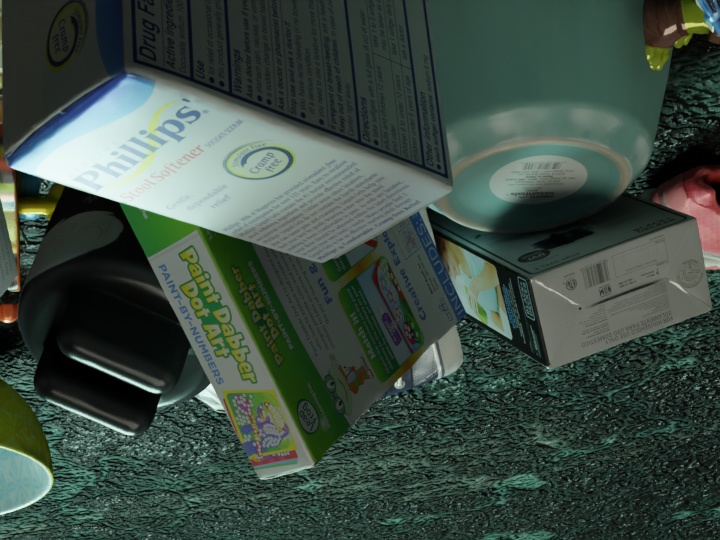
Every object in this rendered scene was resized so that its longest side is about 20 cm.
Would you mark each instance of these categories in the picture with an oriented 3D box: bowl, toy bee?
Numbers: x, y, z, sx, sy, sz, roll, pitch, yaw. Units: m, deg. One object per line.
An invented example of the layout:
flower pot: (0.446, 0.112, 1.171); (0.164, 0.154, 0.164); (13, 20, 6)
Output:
bowl: (-0.342, 0.119, 1.401); (0.200, 0.108, 0.200); (-4, 154, -2)
bowl: (0.096, -0.094, 1.053); (0.200, 0.105, 0.201); (-4, 154, -2)
toy bee: (-0.226, -0.028, 1.124); (0.131, 0.109, 0.200); (-11, 154, 9)

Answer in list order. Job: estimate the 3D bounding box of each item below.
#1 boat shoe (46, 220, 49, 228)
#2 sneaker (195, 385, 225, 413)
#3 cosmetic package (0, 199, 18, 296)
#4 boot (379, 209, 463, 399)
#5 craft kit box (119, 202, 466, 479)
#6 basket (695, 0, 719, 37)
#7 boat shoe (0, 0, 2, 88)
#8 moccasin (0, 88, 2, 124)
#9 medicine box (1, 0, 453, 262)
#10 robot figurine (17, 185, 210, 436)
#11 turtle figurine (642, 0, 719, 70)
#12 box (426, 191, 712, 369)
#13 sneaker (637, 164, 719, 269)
boat shoe: (-0.121, 0.002, 1.241); (0.200, 0.074, 0.076); (5, 153, -19)
sneaker: (-0.065, 0.035, 1.154); (0.200, 0.076, 0.115); (-4, 140, 33)
cosmetic package: (-0.313, -0.027, 1.054); (0.200, 0.074, 0.102); (3, 120, 17)
boot: (0.000, 0.000, 1.153); (0.090, 0.073, 0.200); (-25, 116, -12)
craft kit box: (-0.036, -0.018, 0.984); (0.048, 0.200, 0.198); (-20, -169, 32)
basket: (0.214, -0.161, 0.819); (0.139, 0.200, 0.176); (-40, 147, 8)
boat shoe: (-0.216, -0.121, 0.934); (0.200, 0.066, 0.074); (13, -171, -14)
moccasin: (-0.182, -0.108, 1.009); (0.201, 0.074, 0.078); (-3, 164, -11)
medicine box: (-0.066, -0.123, 0.870); (0.200, 0.182, 0.103); (17, 146, -38)
robot figurine: (-0.125, 0.001, 1.039); (0.150, 0.200, 0.125); (-15, 127, 22)
turtle figurine: (0.237, -0.141, 0.958); (0.161, 0.200, 0.064); (-1, 125, 27)
box: (0.122, -0.008, 1.126); (0.116, 0.060, 0.200); (-19, -162, -15)
sneaker: (0.293, -0.031, 1.254); (0.200, 0.074, 0.087); (7, 150, -24)
